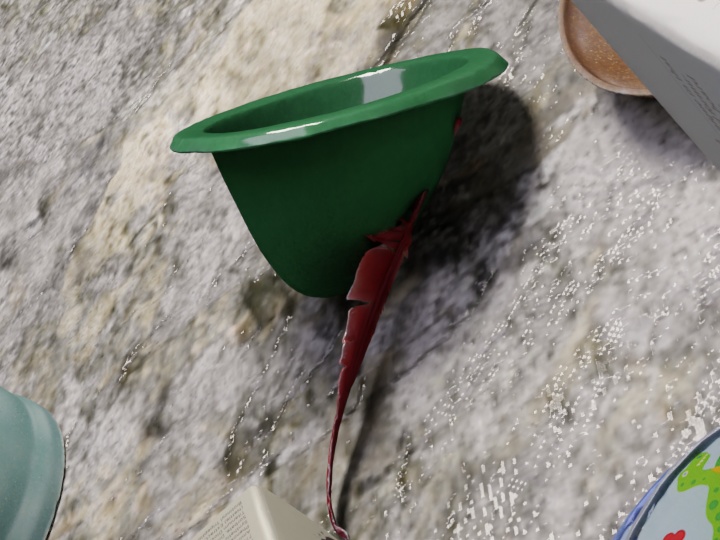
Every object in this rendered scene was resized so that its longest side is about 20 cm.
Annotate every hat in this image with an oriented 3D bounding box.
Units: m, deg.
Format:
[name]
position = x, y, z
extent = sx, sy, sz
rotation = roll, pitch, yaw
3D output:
[hat]
position = 0.000, 0.000, 0.823
extent = 0.199, 0.178, 0.165
rotation = -23, 14, -34

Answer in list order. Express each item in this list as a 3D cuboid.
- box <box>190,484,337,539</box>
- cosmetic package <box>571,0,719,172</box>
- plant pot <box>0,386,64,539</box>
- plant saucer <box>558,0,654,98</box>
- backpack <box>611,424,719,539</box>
[box]
position = -0.024, 0.178, 0.620
extent = 0.082, 0.068, 0.200
rotation = -42, 33, 11
[cosmetic package]
position = 0.196, -0.085, 0.532
extent = 0.167, 0.166, 0.200
rotation = -46, 33, 5
[plant pot]
position = -0.283, 0.127, 0.928
extent = 0.200, 0.134, 0.201
rotation = -32, 36, 27
[plant saucer]
position = 0.179, -0.149, 0.740
extent = 0.200, 0.037, 0.201
rotation = -32, 35, 26
[backpack]
position = 0.135, 0.117, 0.416
extent = 0.199, 0.147, 0.184
rotation = 1, 55, 54
